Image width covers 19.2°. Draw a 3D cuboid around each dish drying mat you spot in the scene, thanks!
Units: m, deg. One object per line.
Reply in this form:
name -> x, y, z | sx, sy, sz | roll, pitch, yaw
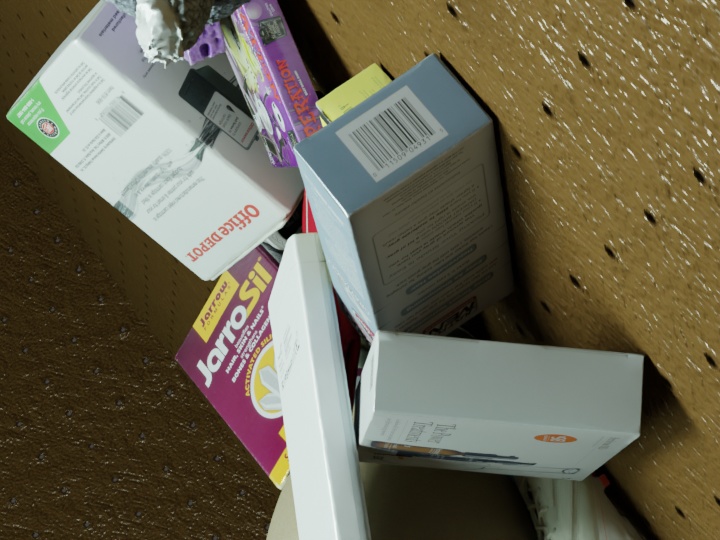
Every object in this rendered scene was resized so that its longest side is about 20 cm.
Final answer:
dish drying mat -> -0.021, 0.008, 1.422 | 0.201, 0.018, 0.077 | -100, 14, -51

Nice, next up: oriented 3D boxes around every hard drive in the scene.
hard drive -> -0.027, 0.094, 1.336 | 0.132, 0.026, 0.202 | 113, 151, -67

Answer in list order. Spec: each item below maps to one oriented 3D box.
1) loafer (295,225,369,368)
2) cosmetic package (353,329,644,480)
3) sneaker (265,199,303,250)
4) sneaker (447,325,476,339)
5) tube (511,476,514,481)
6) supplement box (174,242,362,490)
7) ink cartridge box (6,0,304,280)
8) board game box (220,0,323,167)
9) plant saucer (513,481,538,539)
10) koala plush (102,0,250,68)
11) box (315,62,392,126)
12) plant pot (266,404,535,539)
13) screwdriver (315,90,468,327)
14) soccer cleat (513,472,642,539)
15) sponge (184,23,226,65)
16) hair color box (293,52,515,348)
loafer -> 0.000, 0.000, 1.546 | 0.075, 0.070, 0.200 | 36, -163, -21
cosmetic package -> 0.075, 0.083, 1.254 | 0.200, 0.149, 0.052 | 103, 169, -77
sneaker -> -0.074, -0.084, 1.677 | 0.082, 0.075, 0.200 | 32, 166, 46
sneaker -> 0.035, 0.055, 1.546 | 0.088, 0.075, 0.200 | 59, 174, 17
tube -> 0.106, 0.156, 1.627 | 0.077, 0.050, 0.200 | 43, 166, -4
supplement box -> -0.043, 0.080, 1.726 | 0.103, 0.132, 0.200 | 19, -163, -40
ink cartridge box -> -0.140, -0.102, 1.568 | 0.200, 0.083, 0.146 | 40, 145, -12
board game box -> -0.074, -0.165, 1.420 | 0.201, 0.032, 0.120 | 67, 164, -7
plant saucer -> 0.159, 0.239, 1.555 | 0.200, 0.036, 0.200 | 43, 164, 16
koala plush -> -0.082, -0.193, 1.103 | 0.184, 0.177, 0.200 | 48, 175, -31
box -> 0.026, -0.040, 1.364 | 0.075, 0.050, 0.200 | 50, 167, 32
plant pot -> 0.026, 0.164, 1.483 | 0.200, 0.198, 0.136 | 100, 168, -76
screwdriver -> 0.022, -0.043, 1.483 | 0.200, 0.029, 0.028 | 50, 171, -14
soccer cleat -> 0.142, 0.176, 1.416 | 0.200, 0.077, 0.069 | 51, 169, 27
sponge -> -0.139, -0.245, 1.413 | 0.112, 0.030, 0.201 | -132, 25, -60
hair color box -> 0.030, -0.028, 1.241 | 0.061, 0.099, 0.200 | 51, 169, 27
